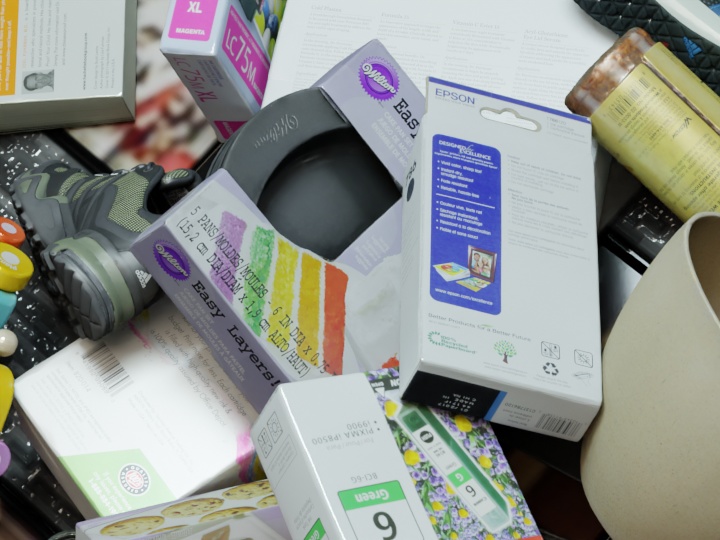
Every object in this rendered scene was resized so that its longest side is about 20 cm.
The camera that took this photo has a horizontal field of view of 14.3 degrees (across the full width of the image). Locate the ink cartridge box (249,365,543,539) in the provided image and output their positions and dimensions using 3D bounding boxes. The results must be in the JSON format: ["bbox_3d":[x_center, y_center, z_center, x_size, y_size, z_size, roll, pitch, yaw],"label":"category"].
[{"bbox_3d":[0.034,0.143,1.403,0.109,0.050,0.200,-8,59,-30],"label":"ink cartridge box"}]

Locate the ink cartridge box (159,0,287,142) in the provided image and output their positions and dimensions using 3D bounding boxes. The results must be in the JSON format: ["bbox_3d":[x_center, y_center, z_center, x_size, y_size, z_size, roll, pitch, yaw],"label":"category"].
[{"bbox_3d":[-0.063,-0.188,1.663,0.042,0.119,0.200,3,68,16],"label":"ink cartridge box"}]

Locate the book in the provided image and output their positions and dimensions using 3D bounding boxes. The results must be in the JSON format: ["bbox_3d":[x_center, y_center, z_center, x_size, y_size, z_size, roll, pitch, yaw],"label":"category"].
[{"bbox_3d":[-0.235,-0.147,1.725,0.200,0.048,0.134,-5,65,9],"label":"book"}]

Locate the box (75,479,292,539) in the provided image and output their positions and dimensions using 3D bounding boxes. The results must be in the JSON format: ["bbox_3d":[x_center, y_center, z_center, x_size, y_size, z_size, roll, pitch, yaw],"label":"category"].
[{"bbox_3d":[-0.051,0.135,1.520,0.200,0.039,0.041,-11,21,-21],"label":"box"}]

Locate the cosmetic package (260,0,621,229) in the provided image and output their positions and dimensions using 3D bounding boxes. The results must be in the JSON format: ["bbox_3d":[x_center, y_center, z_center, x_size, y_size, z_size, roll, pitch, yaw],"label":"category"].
[{"bbox_3d":[0.049,-0.106,1.643,0.200,0.052,0.151,8,71,14],"label":"cosmetic package"}]

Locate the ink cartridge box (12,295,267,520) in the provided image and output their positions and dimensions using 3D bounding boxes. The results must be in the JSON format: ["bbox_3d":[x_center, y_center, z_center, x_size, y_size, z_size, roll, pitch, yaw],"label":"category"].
[{"bbox_3d":[-0.078,0.064,1.583,0.200,0.067,0.117,-33,65,-13],"label":"ink cartridge box"}]

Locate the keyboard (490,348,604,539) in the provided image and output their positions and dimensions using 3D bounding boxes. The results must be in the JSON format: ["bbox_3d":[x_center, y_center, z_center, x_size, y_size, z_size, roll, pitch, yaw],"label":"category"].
[{"bbox_3d":[0.155,0.121,1.546,0.200,0.021,0.127,27,70,21],"label":"keyboard"}]

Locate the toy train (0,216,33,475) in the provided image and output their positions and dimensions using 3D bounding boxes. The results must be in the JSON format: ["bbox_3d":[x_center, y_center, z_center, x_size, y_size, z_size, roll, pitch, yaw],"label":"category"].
[{"bbox_3d":[-0.240,0.065,1.582,0.056,0.150,0.200,17,69,-29],"label":"toy train"}]

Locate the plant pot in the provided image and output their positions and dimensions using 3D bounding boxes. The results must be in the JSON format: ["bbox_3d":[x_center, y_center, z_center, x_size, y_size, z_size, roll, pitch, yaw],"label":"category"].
[{"bbox_3d":[0.190,0.088,1.458,0.134,0.200,0.200,-44,63,23],"label":"plant pot"}]

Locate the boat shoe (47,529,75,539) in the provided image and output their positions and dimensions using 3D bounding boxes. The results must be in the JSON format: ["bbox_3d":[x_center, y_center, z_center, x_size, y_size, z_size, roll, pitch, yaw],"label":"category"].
[{"bbox_3d":[-0.127,0.220,1.540,0.072,0.068,0.200,-26,61,2],"label":"boat shoe"}]

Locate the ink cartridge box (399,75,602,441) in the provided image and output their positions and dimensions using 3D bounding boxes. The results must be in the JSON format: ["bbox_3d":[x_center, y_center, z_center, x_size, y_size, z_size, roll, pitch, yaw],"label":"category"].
[{"bbox_3d":[0.072,-0.008,1.483,0.099,0.039,0.200,14,48,-12],"label":"ink cartridge box"}]

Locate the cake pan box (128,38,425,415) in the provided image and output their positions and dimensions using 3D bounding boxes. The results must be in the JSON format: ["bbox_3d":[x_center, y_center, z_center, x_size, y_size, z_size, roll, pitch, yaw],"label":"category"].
[{"bbox_3d":[0.000,0.000,1.523,0.200,0.052,0.184,52,55,-5],"label":"cake pan box"}]

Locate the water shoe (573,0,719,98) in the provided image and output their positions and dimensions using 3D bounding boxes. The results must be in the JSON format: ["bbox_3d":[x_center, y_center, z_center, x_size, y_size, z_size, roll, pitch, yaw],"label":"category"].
[{"bbox_3d":[0.202,-0.138,1.592,0.200,0.072,0.079,42,59,-3],"label":"water shoe"}]

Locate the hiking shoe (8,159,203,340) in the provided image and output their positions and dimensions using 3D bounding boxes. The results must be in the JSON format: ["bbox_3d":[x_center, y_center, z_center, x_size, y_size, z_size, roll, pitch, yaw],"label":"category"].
[{"bbox_3d":[-0.132,-0.021,1.602,0.101,0.076,0.200,-23,24,-9],"label":"hiking shoe"}]

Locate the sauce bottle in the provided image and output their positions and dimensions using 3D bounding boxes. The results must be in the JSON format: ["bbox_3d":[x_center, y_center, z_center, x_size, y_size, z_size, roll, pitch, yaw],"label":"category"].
[{"bbox_3d":[0.200,-0.044,1.558,0.066,0.066,0.200,-44,85,-7],"label":"sauce bottle"}]
